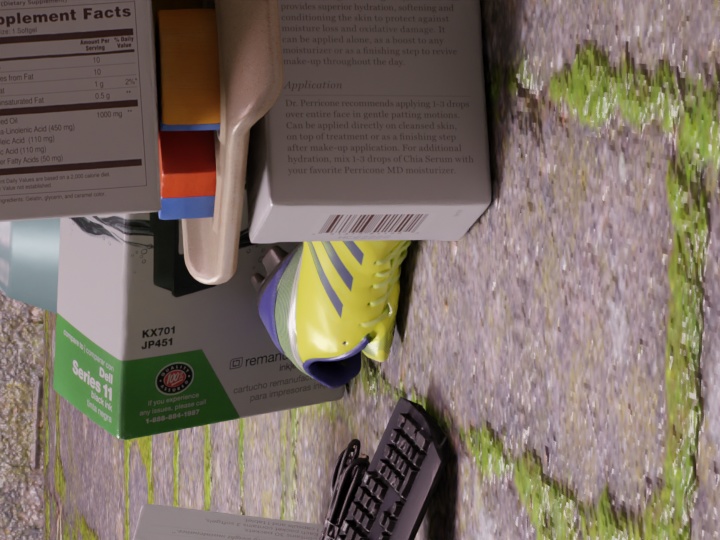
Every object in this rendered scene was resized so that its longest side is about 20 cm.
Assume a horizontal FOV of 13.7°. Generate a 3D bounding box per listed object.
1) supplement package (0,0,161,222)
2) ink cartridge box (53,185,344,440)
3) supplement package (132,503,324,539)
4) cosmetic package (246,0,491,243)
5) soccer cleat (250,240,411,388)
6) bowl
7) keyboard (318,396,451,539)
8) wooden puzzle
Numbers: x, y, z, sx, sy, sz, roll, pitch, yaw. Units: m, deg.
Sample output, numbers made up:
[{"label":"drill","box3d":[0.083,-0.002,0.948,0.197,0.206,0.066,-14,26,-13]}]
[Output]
[{"label":"supplement package","box3d":[-0.169,-0.100,1.302,0.200,0.156,0.111,-109,16,-71]},{"label":"ink cartridge box","box3d":[-0.081,-0.025,1.600,0.083,0.147,0.200,33,126,52]},{"label":"supplement package","box3d":[-0.082,0.230,1.618,0.200,0.114,0.110,-81,-3,-62]},{"label":"cosmetic package","box3d":[-0.002,-0.116,1.341,0.071,0.101,0.200,127,142,-73]},{"label":"soccer cleat","box3d":[0.001,0.000,1.486,0.084,0.065,0.200,56,156,10]},{"label":"bowl","box3d":[-0.307,-0.046,2.887,0.201,0.105,0.201,179,90,-79]},{"label":"keyboard","box3d":[-0.014,0.154,1.443,0.200,0.021,0.127,-66,16,7]},{"label":"wooden puzzle","box3d":[-0.074,-0.112,1.331,0.200,0.046,0.185,112,155,-66]}]
